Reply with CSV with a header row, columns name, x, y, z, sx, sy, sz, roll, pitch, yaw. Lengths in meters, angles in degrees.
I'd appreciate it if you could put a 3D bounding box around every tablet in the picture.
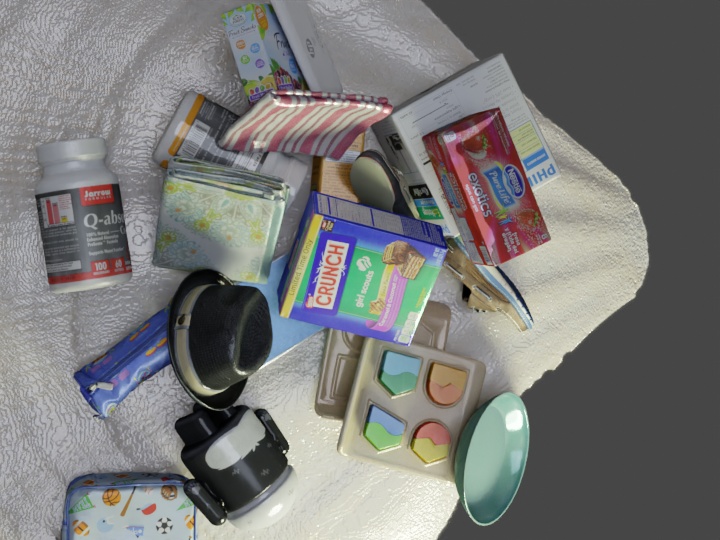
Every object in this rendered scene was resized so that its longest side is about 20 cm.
name,x,y,z,sx,sy,sz,roll,pitch,yaw
tablet,-0.073,-0.316,1.694,0.014,0.130,0.201,-16,117,18
tablet,-0.156,0.075,1.775,0.199,0.014,0.131,-31,98,-12

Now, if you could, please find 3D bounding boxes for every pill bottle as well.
name,x,y,z,sx,sy,sz,roll,pitch,yaw
pill bottle,-0.182,-0.157,1.710,0.199,0.116,0.117,29,85,-13
pill bottle,-0.383,-0.076,1.662,0.115,0.116,0.201,-9,94,-13

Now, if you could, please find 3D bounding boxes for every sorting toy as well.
name,x,y,z,sx,sy,sz,roll,pitch,yaw
sorting toy,0.079,0.202,1.778,0.199,0.036,0.186,17,83,-15
sorting toy,0.033,0.133,1.815,0.184,0.036,0.201,11,84,-14

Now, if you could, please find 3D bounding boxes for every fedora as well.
name,x,y,z,sx,sy,sz,roll,pitch,yaw
fedora,-0.177,0.088,1.660,0.091,0.200,0.202,-13,96,30

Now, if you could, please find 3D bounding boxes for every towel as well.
name,x,y,z,sx,sy,sz,roll,pitch,yaw
towel,-0.073,-0.194,1.628,0.199,0.146,0.030,-1,68,-35
towel,-0.195,-0.066,1.684,0.170,0.201,0.048,12,45,-6

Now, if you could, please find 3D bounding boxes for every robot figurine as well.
name,x,y,z,sx,sy,sz,roll,pitch,yaw
robot figurine,-0.176,0.273,1.721,0.150,0.125,0.200,-36,99,-3

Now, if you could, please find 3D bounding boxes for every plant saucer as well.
name,x,y,z,sx,sy,sz,roll,pitch,yaw
plant saucer,0.191,0.277,1.809,0.200,0.036,0.201,-18,112,-52

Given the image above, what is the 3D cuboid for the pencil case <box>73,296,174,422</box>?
name,x,y,z,sx,sy,sz,roll,pitch,yaw
pencil case,-0.309,0.121,1.694,0.200,0.087,0.078,-38,86,-6

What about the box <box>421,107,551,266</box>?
name,x,y,z,sx,sy,sz,roll,pitch,yaw
box,0.173,-0.115,1.678,0.095,0.100,0.201,-25,97,-11

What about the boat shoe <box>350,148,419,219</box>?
name,x,y,z,sx,sy,sz,roll,pitch,yaw
boat shoe,0.040,-0.112,1.745,0.063,0.071,0.200,-57,147,-22

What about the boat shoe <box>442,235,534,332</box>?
name,x,y,z,sx,sy,sz,roll,pitch,yaw
boat shoe,0.186,0.024,1.834,0.072,0.072,0.200,-37,107,11

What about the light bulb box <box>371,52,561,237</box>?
name,x,y,z,sx,sy,sz,roll,pitch,yaw
light bulb box,0.153,-0.181,1.787,0.198,0.125,0.201,-30,99,-12

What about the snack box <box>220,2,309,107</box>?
name,x,y,z,sx,sy,sz,roll,pitch,yaw
snack box,-0.115,-0.295,1.684,0.053,0.200,0.143,-17,96,19

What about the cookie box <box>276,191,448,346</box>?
name,x,y,z,sx,sy,sz,roll,pitch,yaw
cookie box,0.000,0.000,1.718,0.199,0.075,0.172,14,116,-13

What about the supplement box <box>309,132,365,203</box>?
name,x,y,z,sx,sy,sz,roll,pitch,yaw
supplement box,-0.037,-0.123,1.772,0.068,0.067,0.201,3,90,-14

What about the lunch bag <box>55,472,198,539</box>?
name,x,y,z,sx,sy,sz,roll,pitch,yaw
lunch bag,-0.328,0.369,1.710,0.199,0.076,0.161,1,94,-15
